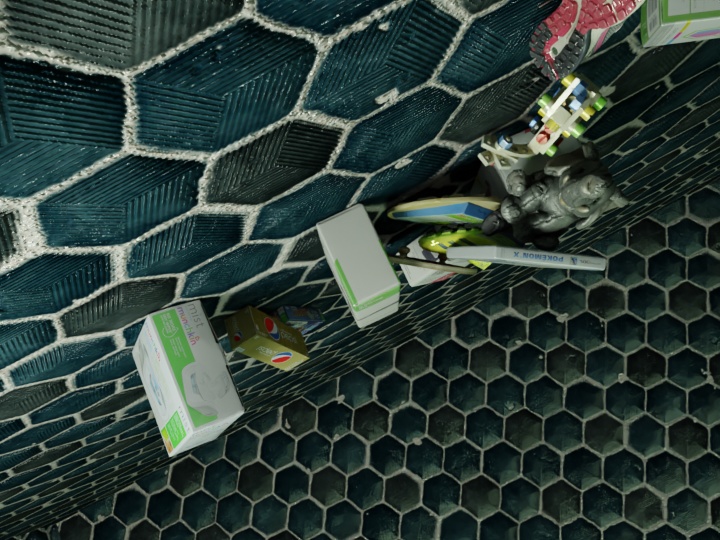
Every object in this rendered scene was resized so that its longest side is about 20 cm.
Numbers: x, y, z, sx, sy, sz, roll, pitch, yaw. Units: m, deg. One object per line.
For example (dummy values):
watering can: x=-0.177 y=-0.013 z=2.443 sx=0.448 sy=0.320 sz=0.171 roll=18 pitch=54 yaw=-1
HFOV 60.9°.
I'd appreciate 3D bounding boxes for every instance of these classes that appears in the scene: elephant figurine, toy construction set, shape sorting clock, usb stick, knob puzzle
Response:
elephant figurine: x=0.312 y=-0.112 z=0.878 sx=0.140 sy=0.157 sz=0.199 roll=27 pitch=152 yaw=-21
toy construction set: x=0.268 y=-0.208 z=0.883 sx=0.199 sy=0.092 sz=0.131 roll=-32 pitch=-169 yaw=50
shape sorting clock: x=0.143 y=-0.103 z=1.023 sx=0.197 sy=0.040 sz=0.200 roll=1 pitch=178 yaw=0
usb stick: x=0.275 y=-0.102 z=1.013 sx=0.198 sy=0.033 sz=0.056 roll=-24 pitch=164 yaw=-35
knob puzzle: x=0.123 y=-0.022 z=1.134 sx=0.216 sy=0.031 sz=0.220 roll=9 pitch=-177 yaw=0

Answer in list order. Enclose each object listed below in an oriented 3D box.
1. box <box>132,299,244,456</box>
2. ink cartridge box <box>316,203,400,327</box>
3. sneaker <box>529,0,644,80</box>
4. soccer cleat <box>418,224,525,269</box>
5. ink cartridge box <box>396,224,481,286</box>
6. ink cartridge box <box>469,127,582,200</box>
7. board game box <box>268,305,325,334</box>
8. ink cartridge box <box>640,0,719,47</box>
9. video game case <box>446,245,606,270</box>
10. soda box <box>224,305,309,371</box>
box: x=-0.290 y=0.181 z=1.020 sx=0.096 sy=0.202 sz=0.176 roll=-16 pitch=163 yaw=-34
ink cartridge box: x=0.000 y=0.000 z=1.017 sx=0.083 sy=0.147 sz=0.200 roll=-25 pitch=165 yaw=-5
sneaker: x=0.247 y=-0.284 z=0.631 sx=0.074 sy=0.081 sz=0.200 roll=-37 pitch=177 yaw=-17
soccer cleat: x=0.201 y=-0.040 z=1.091 sx=0.197 sy=0.085 sz=0.065 roll=-4 pitch=-168 yaw=-10
ink cartridge box: x=0.198 y=-0.054 z=1.310 sx=0.199 sy=0.085 sz=0.144 roll=-37 pitch=163 yaw=37
ink cartridge box: x=0.285 y=-0.167 z=1.073 sx=0.144 sy=0.084 sz=0.200 roll=-25 pitch=166 yaw=-5
board game box: x=-0.175 y=0.130 z=1.379 sx=0.134 sy=0.035 sz=0.200 roll=-31 pitch=165 yaw=13
ink cartridge box: x=0.435 y=-0.307 z=0.696 sx=0.197 sy=0.060 sz=0.104 roll=-3 pitch=-173 yaw=14
video game case: x=0.255 y=-0.020 z=0.979 sx=0.179 sy=0.022 sz=0.200 roll=5 pitch=180 yaw=-12
soda box: x=-0.184 y=0.140 z=1.234 sx=0.064 sy=0.068 sz=0.200 roll=-30 pitch=149 yaw=13
